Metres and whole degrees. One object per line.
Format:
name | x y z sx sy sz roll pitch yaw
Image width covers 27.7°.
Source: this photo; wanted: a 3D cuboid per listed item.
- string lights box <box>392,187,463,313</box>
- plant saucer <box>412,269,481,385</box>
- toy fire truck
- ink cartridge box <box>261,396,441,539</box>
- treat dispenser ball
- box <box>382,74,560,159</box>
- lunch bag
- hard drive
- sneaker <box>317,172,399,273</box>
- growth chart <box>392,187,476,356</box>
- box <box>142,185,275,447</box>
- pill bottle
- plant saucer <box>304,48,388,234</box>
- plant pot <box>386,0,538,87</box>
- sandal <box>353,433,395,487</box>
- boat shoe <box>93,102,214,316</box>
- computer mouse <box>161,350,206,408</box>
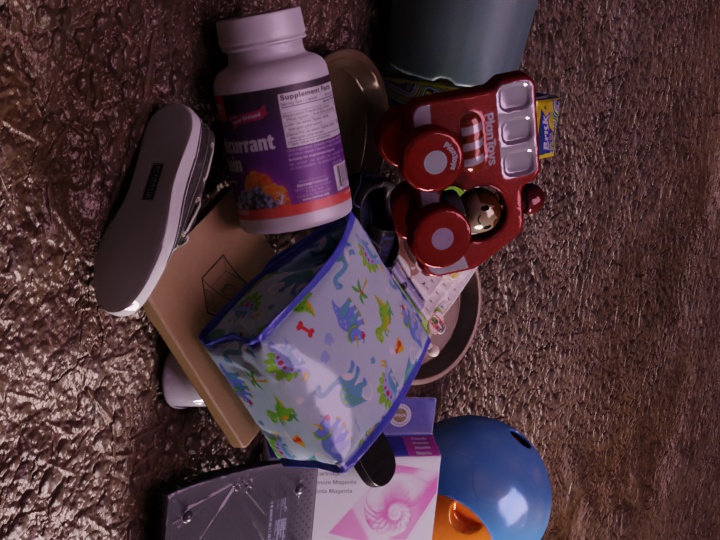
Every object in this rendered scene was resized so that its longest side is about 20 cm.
string lights box | 0.051 -0.012 1.644 0.200 0.059 0.103 -45 115 -28
plant saucer | 0.060 0.033 1.706 0.199 0.029 0.202 0 90 -38
toy fire truck | 0.113 -0.097 1.523 0.167 0.112 0.201 -12 112 -11
ink cartridge box | -0.012 0.240 1.596 0.195 0.043 0.201 1 105 -15
treat dispenser ball | 0.138 0.282 1.820 0.201 0.200 0.202 -28 123 -52
box | 0.118 -0.172 1.623 0.064 0.199 0.071 -17 115 -57
lunch bag | -0.031 0.066 1.405 0.200 0.127 0.171 -46 118 -30
hard drive | -0.130 0.262 1.486 0.199 0.042 0.136 -7 106 -44
sneaker | 0.000 0.000 1.489 0.070 0.078 0.201 -1 89 -49
growth chart | 0.085 -0.026 1.622 0.145 0.018 0.200 45 64 -27
box | -0.123 0.043 1.416 0.164 0.021 0.201 -51 121 -39
pill bottle | -0.078 -0.143 1.382 0.111 0.111 0.201 -25 108 -53
plant saucer | -0.032 -0.134 1.543 0.200 0.029 0.201 -28 124 -52
plant pot | 0.115 -0.313 1.599 0.200 0.199 0.197 -22 128 -54
sandal | -0.011 0.135 1.536 0.201 0.045 0.075 58 42 -9
boat shoe | -0.176 -0.048 1.307 0.064 0.070 0.201 40 65 -55
computer mouse | -0.124 0.101 1.470 0.200 0.044 0.110 -12 110 -57
